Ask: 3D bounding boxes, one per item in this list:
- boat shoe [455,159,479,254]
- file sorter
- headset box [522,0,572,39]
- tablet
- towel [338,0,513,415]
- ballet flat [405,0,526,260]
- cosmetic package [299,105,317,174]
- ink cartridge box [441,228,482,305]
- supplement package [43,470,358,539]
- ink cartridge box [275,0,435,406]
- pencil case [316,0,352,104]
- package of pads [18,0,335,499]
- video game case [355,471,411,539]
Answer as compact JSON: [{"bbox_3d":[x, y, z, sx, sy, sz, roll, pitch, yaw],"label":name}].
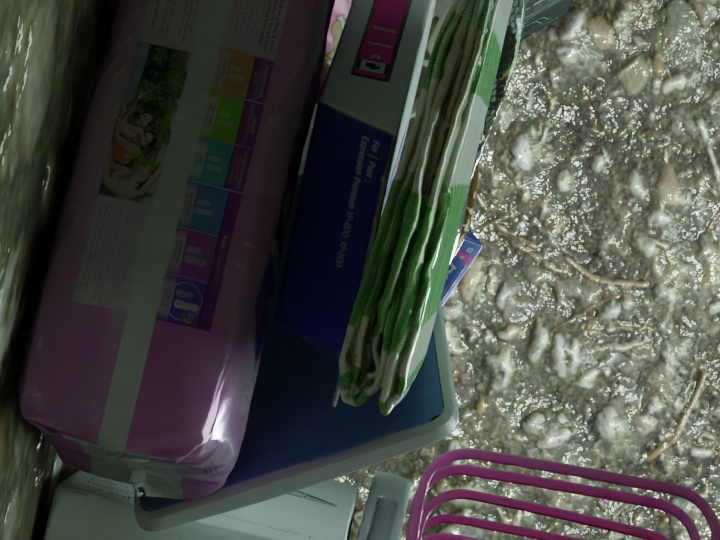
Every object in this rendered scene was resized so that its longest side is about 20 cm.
[{"bbox_3d":[0.000,0.000,1.055,0.069,0.071,0.200,-15,-129,61],"label":"boat shoe"},{"bbox_3d":[0.076,0.166,0.939,0.200,0.139,0.126,96,4,-71],"label":"file sorter"},{"bbox_3d":[0.038,-0.207,1.102,0.174,0.093,0.200,61,-1,5],"label":"headset box"},{"bbox_3d":[-0.029,0.021,0.854,0.200,0.130,0.014,-96,165,-54],"label":"tablet"},{"bbox_3d":[0.031,-0.055,0.723,0.153,0.023,0.201,-19,123,-84],"label":"towel"},{"bbox_3d":[0.030,-0.082,0.971,0.072,0.072,0.201,-67,169,-83],"label":"ballet flat"},{"bbox_3d":[-0.032,-0.105,1.068,0.200,0.081,0.113,83,21,-82],"label":"cosmetic package"},{"bbox_3d":[-0.005,-0.007,1.170,0.119,0.042,0.200,-57,-142,17],"label":"ink cartridge box"},{"bbox_3d":[-0.071,0.146,0.897,0.200,0.117,0.118,-42,145,-88],"label":"supplement package"},{"bbox_3d":[-0.001,-0.042,0.797,0.200,0.037,0.095,-80,-178,-60],"label":"ink cartridge box"},{"bbox_3d":[-0.023,-0.173,0.901,0.087,0.083,0.201,-61,162,-82],"label":"pencil case"},{"bbox_3d":[-0.062,-0.024,0.741,0.121,0.075,0.201,108,-5,-77],"label":"package of pads"},{"bbox_3d":[-0.012,0.207,0.949,0.182,0.023,0.201,-61,165,-81],"label":"video game case"}]
